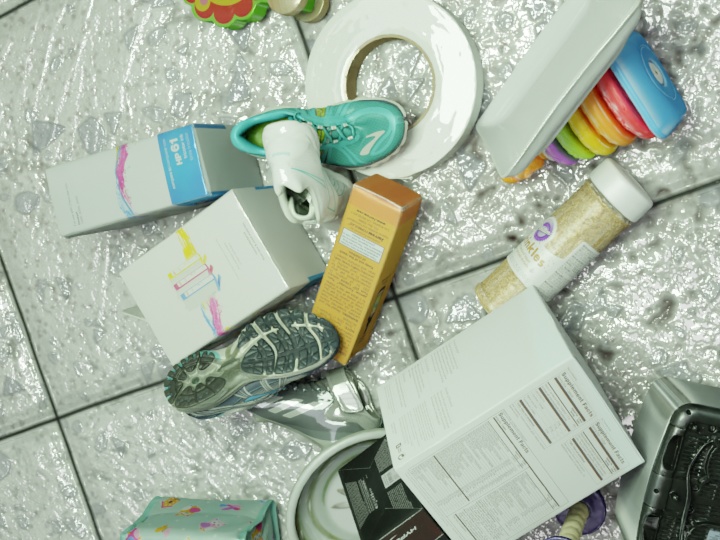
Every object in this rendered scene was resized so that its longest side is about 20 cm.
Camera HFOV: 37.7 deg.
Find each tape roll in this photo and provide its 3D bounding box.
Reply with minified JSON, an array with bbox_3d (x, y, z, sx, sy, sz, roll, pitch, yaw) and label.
[{"bbox_3d":[0.036,-0.202,1.157,0.201,0.037,0.205,3,98,19],"label":"tape roll"}]

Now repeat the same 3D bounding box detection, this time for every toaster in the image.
[{"bbox_3d":[0.350,0.216,1.037,0.198,0.119,0.183,11,100,-1],"label":"toaster"}]

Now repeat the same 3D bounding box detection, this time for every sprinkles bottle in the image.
[{"bbox_3d":[0.210,-0.024,1.102,0.068,0.068,0.200,47,109,8],"label":"sprinkles bottle"}]

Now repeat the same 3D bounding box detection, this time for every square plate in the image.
[{"bbox_3d":[0.191,-0.191,1.032,0.028,0.200,0.199,32,108,-13],"label":"square plate"}]

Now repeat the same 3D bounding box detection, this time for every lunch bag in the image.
[{"bbox_3d":[-0.182,0.383,1.263,0.169,0.122,0.202,-1,104,17],"label":"lunch bag"}]

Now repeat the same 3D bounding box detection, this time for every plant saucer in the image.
[{"bbox_3d":[0.010,0.260,1.189,0.198,0.050,0.202,-5,112,-12],"label":"plant saucer"}]

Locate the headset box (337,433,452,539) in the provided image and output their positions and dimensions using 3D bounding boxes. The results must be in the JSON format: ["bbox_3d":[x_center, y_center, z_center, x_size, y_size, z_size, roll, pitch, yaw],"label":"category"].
[{"bbox_3d":[0.072,0.292,1.108,0.075,0.149,0.200,-36,115,3],"label":"headset box"}]

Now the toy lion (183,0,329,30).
[{"bbox_3d":[-0.119,-0.369,1.185,0.190,0.069,0.202,19,102,24],"label":"toy lion"}]

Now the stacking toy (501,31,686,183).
[{"bbox_3d":[0.219,-0.148,1.078,0.199,0.116,0.110,-33,93,34],"label":"stacking toy"}]

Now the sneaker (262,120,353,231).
[{"bbox_3d":[-0.055,-0.078,1.122,0.070,0.200,0.081,-9,65,17],"label":"sneaker"}]

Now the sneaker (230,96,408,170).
[{"bbox_3d":[-0.046,-0.144,1.133,0.198,0.080,0.078,-3,96,20],"label":"sneaker"}]

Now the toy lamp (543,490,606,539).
[{"bbox_3d":[0.214,0.259,1.064,0.058,0.200,0.059,3,98,20],"label":"toy lamp"}]

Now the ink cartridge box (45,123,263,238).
[{"bbox_3d":[-0.234,-0.103,1.207,0.198,0.144,0.086,-14,92,20],"label":"ink cartridge box"}]

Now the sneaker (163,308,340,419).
[{"bbox_3d":[-0.114,0.108,1.169,0.198,0.086,0.078,-20,60,4],"label":"sneaker"}]

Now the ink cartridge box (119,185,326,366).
[{"bbox_3d":[-0.162,0.010,1.205,0.199,0.128,0.126,-33,85,21],"label":"ink cartridge box"}]

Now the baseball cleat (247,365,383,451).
[{"bbox_3d":[-0.066,0.144,1.227,0.199,0.070,0.107,26,98,4],"label":"baseball cleat"}]

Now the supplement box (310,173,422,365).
[{"bbox_3d":[0.000,0.000,1.162,0.068,0.066,0.202,25,114,16],"label":"supplement box"}]

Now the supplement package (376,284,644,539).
[{"bbox_3d":[0.144,0.153,1.060,0.199,0.152,0.151,-34,114,10],"label":"supplement package"}]
